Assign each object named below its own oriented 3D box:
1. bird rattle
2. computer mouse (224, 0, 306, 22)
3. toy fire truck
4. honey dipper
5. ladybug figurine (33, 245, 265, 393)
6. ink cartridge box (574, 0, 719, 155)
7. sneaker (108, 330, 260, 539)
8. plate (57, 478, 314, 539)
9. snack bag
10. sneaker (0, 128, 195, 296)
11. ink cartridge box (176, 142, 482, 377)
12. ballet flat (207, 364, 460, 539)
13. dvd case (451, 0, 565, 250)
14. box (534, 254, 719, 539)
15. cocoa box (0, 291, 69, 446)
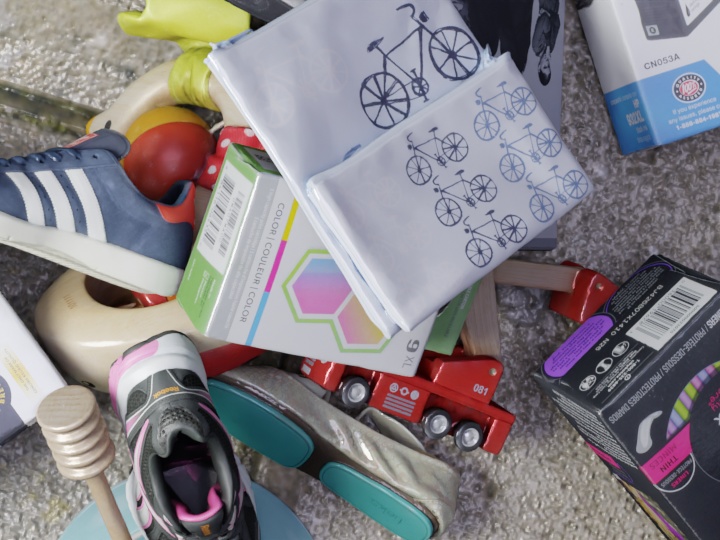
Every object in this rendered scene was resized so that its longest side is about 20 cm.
[{"bbox_3d":[-0.096,-0.078,1.445,0.163,0.112,0.201,-33,64,17],"label":"bird rattle"},{"bbox_3d":[-0.061,-0.207,1.423,0.199,0.053,0.139,34,59,14],"label":"computer mouse"},{"bbox_3d":[0.071,0.041,1.484,0.199,0.049,0.142,23,93,-26],"label":"toy fire truck"},{"bbox_3d":[-0.154,0.155,1.406,0.038,0.038,0.201,-22,129,-8],"label":"honey dipper"},{"bbox_3d":[-0.109,0.023,1.449,0.199,0.136,0.072,-20,122,-16],"label":"ladybug figurine"},{"bbox_3d":[0.221,-0.195,1.518,0.144,0.084,0.201,-18,91,-8],"label":"ink cartridge box"},{"bbox_3d":[-0.106,0.138,1.397,0.080,0.087,0.201,-23,132,-3],"label":"sneaker"},{"bbox_3d":[-0.113,0.230,1.489,0.198,0.026,0.202,0,89,-9],"label":"plate"},{"bbox_3d":[0.027,-0.086,1.340,0.188,0.021,0.201,-34,91,-35],"label":"snack bag"},{"bbox_3d":[-0.186,-0.052,1.347,0.199,0.075,0.085,21,83,-31],"label":"sneaker"},{"bbox_3d":[0.000,0.000,1.370,0.199,0.059,0.105,13,106,-28],"label":"ink cartridge box"},{"bbox_3d":[-0.021,0.107,1.496,0.199,0.067,0.063,35,55,-10],"label":"ballet flat"},{"bbox_3d":[0.080,-0.114,1.475,0.150,0.025,0.202,0,93,-50],"label":"dvd case"},{"bbox_3d":[0.228,0.107,1.476,0.122,0.106,0.200,-44,113,-6],"label":"box"},{"bbox_3d":[-0.290,0.033,1.412,0.131,0.133,0.201,-36,95,-8],"label":"cocoa box"}]
